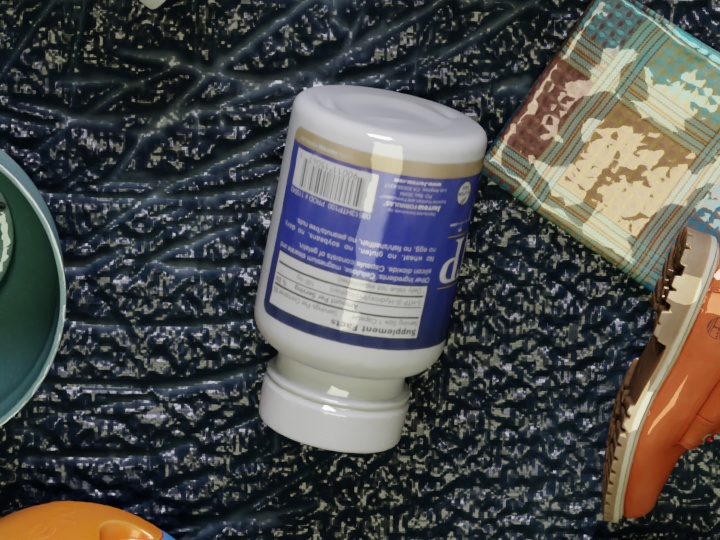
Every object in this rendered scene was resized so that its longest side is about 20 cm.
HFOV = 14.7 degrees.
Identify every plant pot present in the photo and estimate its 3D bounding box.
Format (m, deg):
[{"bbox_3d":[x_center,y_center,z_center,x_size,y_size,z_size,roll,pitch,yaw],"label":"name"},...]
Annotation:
[{"bbox_3d":[-0.269,-0.006,1.660,0.199,0.134,0.201,0,107,0],"label":"plant pot"}]

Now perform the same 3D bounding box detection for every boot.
[{"bbox_3d":[0.212,0.080,1.707,0.107,0.075,0.201,18,117,-5],"label":"boot"}]

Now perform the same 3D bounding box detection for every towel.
[{"bbox_3d":[0.191,-0.064,1.703,0.200,0.022,0.147,33,103,-9],"label":"towel"}]

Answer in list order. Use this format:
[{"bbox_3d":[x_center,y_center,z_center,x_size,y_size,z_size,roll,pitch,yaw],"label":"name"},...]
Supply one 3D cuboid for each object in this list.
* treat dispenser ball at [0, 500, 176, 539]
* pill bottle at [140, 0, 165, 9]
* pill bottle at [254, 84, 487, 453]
[{"bbox_3d":[-0.176,0.242,1.699,0.200,0.201,0.202,0,107,0],"label":"treat dispenser ball"},{"bbox_3d":[-0.164,-0.250,1.599,0.200,0.113,0.113,42,102,-11],"label":"pill bottle"},{"bbox_3d":[0.000,0.000,1.670,0.119,0.120,0.201,11,107,-3],"label":"pill bottle"}]
